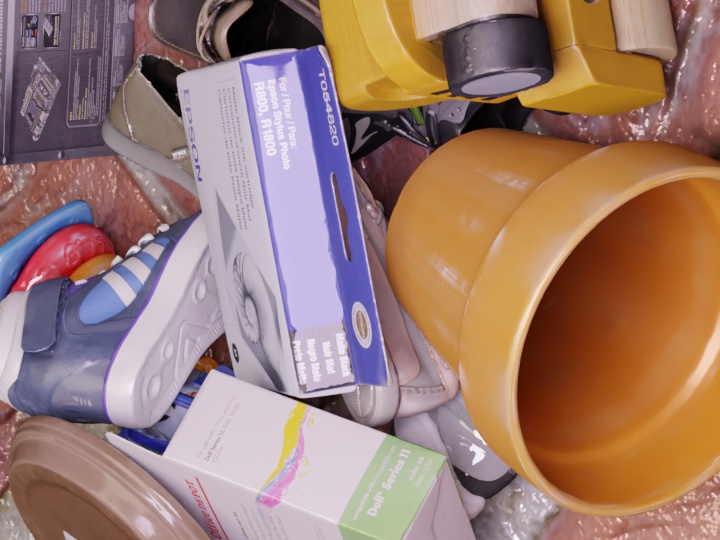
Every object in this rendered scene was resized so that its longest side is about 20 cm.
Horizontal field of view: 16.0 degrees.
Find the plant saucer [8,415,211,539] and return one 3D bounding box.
[{"bbox_3d":[-0.145,0.172,1.563,0.200,0.029,0.200,35,153,21],"label":"plant saucer"}]

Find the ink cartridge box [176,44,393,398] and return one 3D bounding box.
[{"bbox_3d":[-0.049,-0.027,1.491,0.200,0.040,0.201,179,79,-71],"label":"ink cartridge box"}]

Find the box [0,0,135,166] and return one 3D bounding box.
[{"bbox_3d":[-0.220,-0.172,1.696,0.048,0.158,0.201,12,104,39],"label":"box"}]

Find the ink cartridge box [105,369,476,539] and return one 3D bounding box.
[{"bbox_3d":[-0.040,0.128,1.504,0.199,0.117,0.067,19,63,23],"label":"ink cartridge box"}]

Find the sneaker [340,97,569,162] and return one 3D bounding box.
[{"bbox_3d":[0.046,-0.097,1.531,0.199,0.071,0.083,-17,78,38],"label":"sneaker"}]

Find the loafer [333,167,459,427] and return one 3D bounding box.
[{"bbox_3d":[0.000,0.000,1.533,0.072,0.063,0.201,122,134,-55],"label":"loafer"}]

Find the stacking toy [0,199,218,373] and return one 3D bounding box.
[{"bbox_3d":[-0.152,0.048,1.715,0.199,0.110,0.116,28,129,24],"label":"stacking toy"}]

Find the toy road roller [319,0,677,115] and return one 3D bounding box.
[{"bbox_3d":[0.068,-0.145,1.414,0.146,0.200,0.124,-16,79,39],"label":"toy road roller"}]

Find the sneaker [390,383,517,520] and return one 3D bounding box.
[{"bbox_3d":[0.040,0.055,1.567,0.079,0.074,0.201,-36,66,12],"label":"sneaker"}]

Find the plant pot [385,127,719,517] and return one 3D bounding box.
[{"bbox_3d":[0.114,0.008,1.422,0.183,0.199,0.201,35,118,51],"label":"plant pot"}]

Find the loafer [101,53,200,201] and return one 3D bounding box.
[{"bbox_3d":[-0.084,-0.083,1.630,0.199,0.075,0.070,24,120,27],"label":"loafer"}]

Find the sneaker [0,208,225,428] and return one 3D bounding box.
[{"bbox_3d":[-0.163,0.015,1.639,0.146,0.200,0.081,10,138,26],"label":"sneaker"}]

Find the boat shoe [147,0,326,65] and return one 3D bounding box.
[{"bbox_3d":[-0.068,-0.160,1.621,0.199,0.073,0.075,8,101,40],"label":"boat shoe"}]

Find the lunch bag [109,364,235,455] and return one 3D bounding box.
[{"bbox_3d":[-0.070,0.151,1.633,0.199,0.076,0.161,18,111,18],"label":"lunch bag"}]
